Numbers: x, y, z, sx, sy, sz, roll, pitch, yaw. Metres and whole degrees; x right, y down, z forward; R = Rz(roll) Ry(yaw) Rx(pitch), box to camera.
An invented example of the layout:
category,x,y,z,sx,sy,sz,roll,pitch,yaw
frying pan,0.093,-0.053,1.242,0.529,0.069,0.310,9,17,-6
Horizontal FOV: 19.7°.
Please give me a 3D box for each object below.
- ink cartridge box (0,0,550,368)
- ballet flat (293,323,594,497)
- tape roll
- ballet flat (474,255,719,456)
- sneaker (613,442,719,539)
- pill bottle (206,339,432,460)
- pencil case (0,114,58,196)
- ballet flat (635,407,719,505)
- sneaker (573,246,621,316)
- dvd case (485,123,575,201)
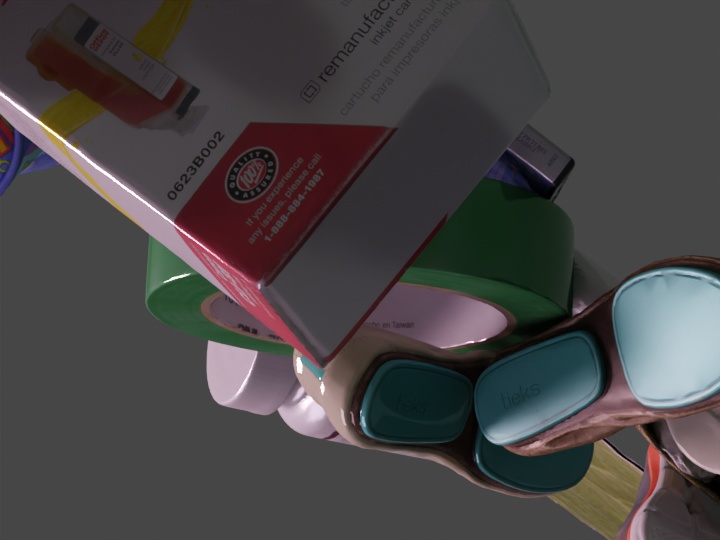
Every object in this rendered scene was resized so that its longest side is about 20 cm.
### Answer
category,x,y,z,sx,sy,sz,roll,pitch,yaw
ink cartridge box,-0.050,-0.082,0.813,0.200,0.145,0.083,35,172,29
ballet flat,0.039,0.063,1.000,0.069,0.070,0.200,33,-174,41
tape roll,0.000,0.000,0.964,0.199,0.049,0.201,3,166,1
ballet flat,0.130,0.038,0.904,0.200,0.072,0.068,-33,66,53
sneaker,0.162,0.133,1.074,0.077,0.082,0.200,38,-150,7
pill bottle,0.011,0.057,1.303,0.199,0.110,0.109,13,-175,-24
pencil case,-0.175,-0.078,0.998,0.078,0.087,0.200,41,-166,-2
ballet flat,0.208,0.107,1.001,0.200,0.071,0.071,40,175,20
sneaker,0.106,0.045,1.084,0.075,0.089,0.200,39,174,9
dvd case,0.012,-0.094,0.966,0.200,0.018,0.143,38,175,4
